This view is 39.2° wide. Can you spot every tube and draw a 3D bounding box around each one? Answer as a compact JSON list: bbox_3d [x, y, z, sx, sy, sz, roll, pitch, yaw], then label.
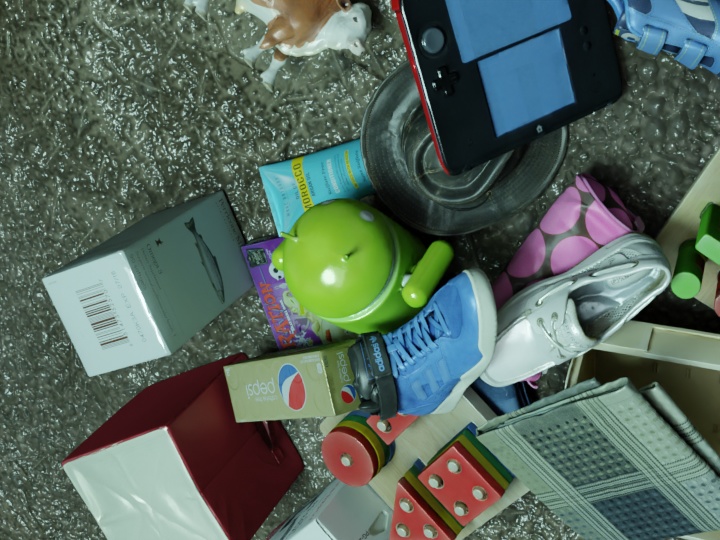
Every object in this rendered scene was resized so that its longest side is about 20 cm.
[{"bbox_3d":[-0.018,-0.099,1.046,0.198,0.050,0.078,-17,85,32],"label":"tube"}]

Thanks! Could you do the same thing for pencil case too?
[{"bbox_3d":[0.185,0.011,0.959,0.093,0.091,0.201,40,109,18],"label":"pencil case"}]

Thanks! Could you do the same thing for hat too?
[{"bbox_3d":[0.098,-0.117,0.930,0.198,0.081,0.203,0,106,0],"label":"hat"}]

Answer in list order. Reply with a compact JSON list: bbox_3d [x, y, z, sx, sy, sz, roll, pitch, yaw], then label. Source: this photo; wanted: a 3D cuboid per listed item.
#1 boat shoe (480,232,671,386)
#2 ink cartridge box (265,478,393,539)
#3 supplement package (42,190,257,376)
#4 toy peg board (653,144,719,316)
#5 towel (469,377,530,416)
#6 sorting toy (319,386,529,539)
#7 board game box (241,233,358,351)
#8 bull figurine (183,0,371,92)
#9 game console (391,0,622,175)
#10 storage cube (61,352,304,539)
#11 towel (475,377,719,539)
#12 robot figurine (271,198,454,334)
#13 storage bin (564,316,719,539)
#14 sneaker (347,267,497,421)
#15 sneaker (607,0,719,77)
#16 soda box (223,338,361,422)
[{"bbox_3d":[0.183,0.042,0.890,0.199,0.069,0.071,-38,104,13],"label":"boat shoe"},{"bbox_3d":[-0.051,0.324,1.178,0.083,0.145,0.200,46,122,2],"label":"ink cartridge box"},{"bbox_3d":[-0.217,0.010,1.085,0.116,0.200,0.118,-17,105,28],"label":"supplement package"},{"bbox_3d":[0.377,-0.019,0.874,0.198,0.098,0.201,33,121,8],"label":"toy peg board"},{"bbox_3d":[0.124,0.137,1.079,0.111,0.049,0.202,-13,107,28],"label":"towel"},{"bbox_3d":[0.058,0.202,1.075,0.200,0.069,0.199,46,131,6],"label":"sorting toy"},{"bbox_3d":[-0.047,0.051,1.131,0.119,0.032,0.202,-11,107,31],"label":"board game box"},{"bbox_3d":[-0.082,-0.256,0.984,0.200,0.065,0.121,44,89,9],"label":"bull figurine"},{"bbox_3d":[0.130,-0.197,0.863,0.031,0.198,0.179,14,126,66],"label":"game console"},{"bbox_3d":[-0.204,0.231,1.187,0.198,0.180,0.172,-21,102,28],"label":"storage cube"},{"bbox_3d":[0.232,0.178,0.926,0.200,0.035,0.192,43,139,-17],"label":"towel"},{"bbox_3d":[0.000,0.000,0.985,0.174,0.200,0.117,16,84,29],"label":"robot figurine"},{"bbox_3d":[0.300,0.153,0.948,0.198,0.094,0.200,9,134,22],"label":"storage bin"},{"bbox_3d":[0.048,0.073,0.913,0.110,0.077,0.201,-4,148,-16],"label":"sneaker"},{"bbox_3d":[0.262,-0.207,0.846,0.082,0.074,0.200,-44,82,0],"label":"sneaker"},{"bbox_3d":[-0.067,0.119,1.080,0.199,0.064,0.069,-14,90,52],"label":"soda box"}]
